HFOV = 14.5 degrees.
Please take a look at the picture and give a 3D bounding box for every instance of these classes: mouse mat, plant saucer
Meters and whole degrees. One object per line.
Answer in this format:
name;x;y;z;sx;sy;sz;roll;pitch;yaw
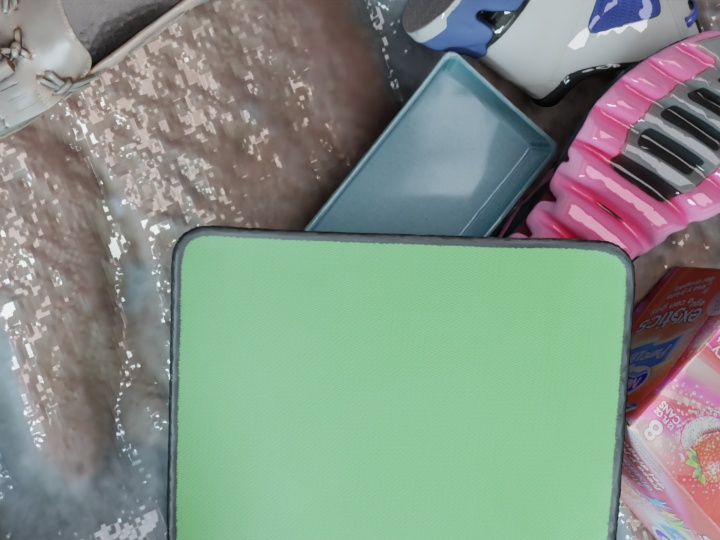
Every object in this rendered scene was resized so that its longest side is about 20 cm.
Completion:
mouse mat;0.016;0.060;1.221;0.199;0.008;0.162;2;110;-2
plant saucer;0.000;0.000;1.251;0.070;0.019;0.200;40;87;-18

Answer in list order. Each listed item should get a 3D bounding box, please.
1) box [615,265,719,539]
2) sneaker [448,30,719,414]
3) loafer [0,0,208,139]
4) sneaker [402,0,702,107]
box;0.194;0.103;1.304;0.103;0.095;0.200;-46;107;-14
sneaker;0.105;-0.029;1.261;0.079;0.095;0.200;42;90;-10
loafer;-0.118;-0.113;1.189;0.199;0.063;0.072;-33;102;-18
sneaker;0.117;-0.154;1.281;0.115;0.081;0.200;38;85;-22
